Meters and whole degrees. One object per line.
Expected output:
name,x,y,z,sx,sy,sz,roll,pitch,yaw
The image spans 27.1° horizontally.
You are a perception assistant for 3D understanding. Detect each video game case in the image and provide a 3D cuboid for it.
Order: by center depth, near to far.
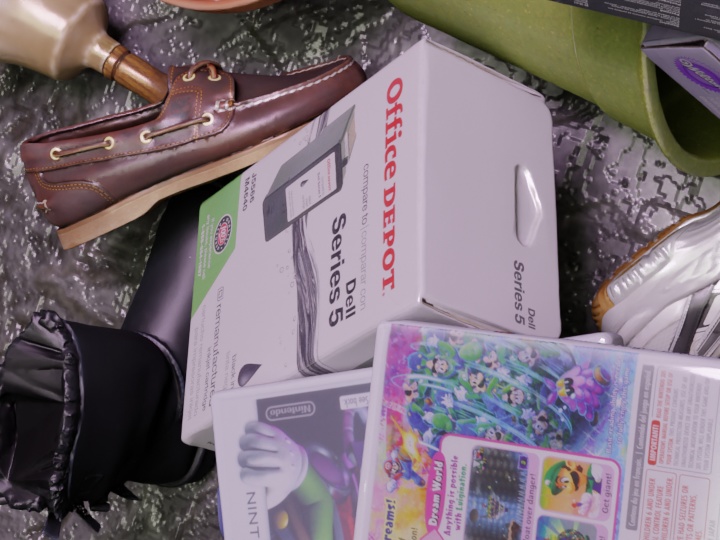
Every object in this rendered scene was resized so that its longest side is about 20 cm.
video game case,0.079,0.128,0.585,0.182,0.024,0.201,6,90,29
video game case,0.028,0.130,0.640,0.200,0.023,0.182,-11,82,28

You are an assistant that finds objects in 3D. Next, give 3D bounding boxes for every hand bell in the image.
hand bell,-0.138,-0.120,0.884,0.200,0.104,0.104,31,102,10

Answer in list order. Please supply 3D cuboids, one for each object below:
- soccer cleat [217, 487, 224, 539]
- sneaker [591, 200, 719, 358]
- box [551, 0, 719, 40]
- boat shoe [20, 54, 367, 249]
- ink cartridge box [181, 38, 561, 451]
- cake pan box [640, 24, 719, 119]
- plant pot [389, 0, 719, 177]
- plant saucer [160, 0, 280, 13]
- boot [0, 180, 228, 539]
soccer cleat,0.027,0.122,0.721,0.200,0.065,0.084,10,116,7
sneaker,0.212,-0.013,0.730,0.200,0.076,0.088,-42,88,23
box,0.164,-0.163,0.552,0.200,0.049,0.162,15,75,14
boat shoe,-0.092,-0.080,0.823,0.200,0.070,0.070,-23,99,5
ink cartridge box,0.000,0.000,0.745,0.200,0.084,0.146,-32,47,45
cake pan box,0.232,-0.116,0.630,0.184,0.200,0.052,-61,24,-10
plant pot,0.107,-0.166,0.720,0.190,0.200,0.201,21,98,34
plant saucer,-0.066,-0.236,0.793,0.200,0.032,0.201,0,90,27
boot,-0.130,0.042,0.824,0.073,0.162,0.199,13,93,26
